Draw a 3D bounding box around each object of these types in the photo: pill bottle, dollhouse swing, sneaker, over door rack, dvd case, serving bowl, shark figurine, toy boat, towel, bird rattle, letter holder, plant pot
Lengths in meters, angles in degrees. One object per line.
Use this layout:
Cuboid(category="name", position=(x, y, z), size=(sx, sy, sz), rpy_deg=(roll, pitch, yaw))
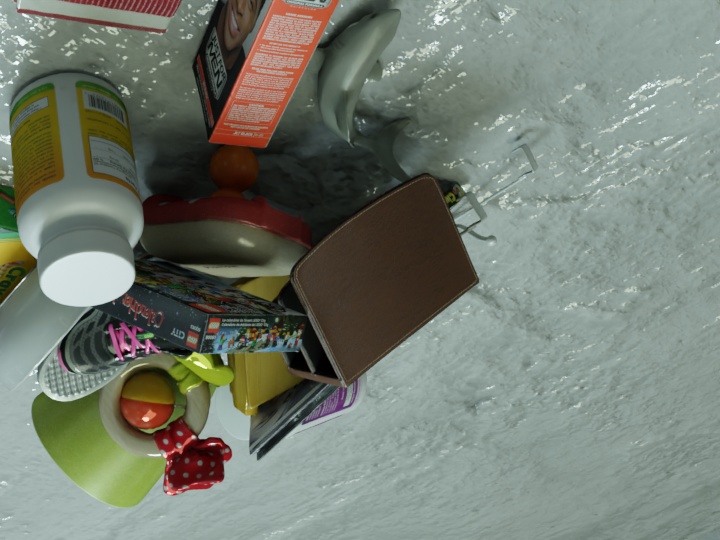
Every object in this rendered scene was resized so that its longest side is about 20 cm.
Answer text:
Cuboid(category="pill bottle", position=(-0.090, 0.154, 1.507), size=(0.112, 0.113, 0.200), rpy_deg=(-41, 163, 34))
Cuboid(category="dollhouse swing", position=(-0.060, 0.060, 1.328), size=(0.175, 0.183, 0.200), rpy_deg=(-5, 179, -13))
Cuboid(category="sneaker", position=(-0.280, 0.062, 1.301), size=(0.200, 0.079, 0.079), rpy_deg=(-44, 114, -13))
Cuboid(category="over door rack", position=(0.118, -0.038, 1.335), size=(0.148, 0.067, 0.200), rpy_deg=(-41, 176, -46))
Cuboid(category="dvd case", position=(-0.065, 0.125, 1.285), size=(0.149, 0.200, 0.016), rpy_deg=(-42, 101, 2))
Cuboid(category="serving bowl", position=(-0.327, 0.029, 1.230), size=(0.066, 0.200, 0.200), rpy_deg=(41, 124, -13))
Cuboid(category="shark figurine", position=(-0.008, -0.153, 1.160), size=(0.127, 0.090, 0.215), rpy_deg=(-14, 146, -1))
Cuboid(category="pill bottle", position=(-0.257, -0.072, 1.060), size=(0.110, 0.201, 0.111), rpy_deg=(-11, 146, -7))
Cuboid(category="toy boat", position=(-0.138, -0.067, 1.201), size=(0.199, 0.131, 0.130), rpy_deg=(-2, 164, 45))
Cuboid(category="towel", position=(-0.192, -0.277, 0.949), size=(0.143, 0.023, 0.200), rpy_deg=(3, 145, -31))
Cuboid(category="bird rattle", position=(-0.222, 0.160, 1.355), size=(0.162, 0.201, 0.113), rpy_deg=(10, -170, 2))
Cuboid(category="letter holder", position=(0.000, 0.000, 1.188), size=(0.200, 0.100, 0.143), rpy_deg=(-36, 114, -29))
Cuboid(category="plant pot", position=(-0.270, 0.158, 1.451), size=(0.200, 0.187, 0.187), rpy_deg=(-43, 142, 10))
Cuboid(category="sneaker", position=(-0.221, 0.060, 1.236), size=(0.199, 0.087, 0.074), rpy_deg=(-19, 107, -20))

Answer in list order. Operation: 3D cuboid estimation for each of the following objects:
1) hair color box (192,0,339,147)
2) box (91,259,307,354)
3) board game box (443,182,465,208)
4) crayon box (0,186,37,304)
Cuboid(category="hair color box", position=(-0.085, -0.211, 1.021), size=(0.061, 0.102, 0.200), rpy_deg=(3, 142, -28))
Cuboid(category="box", position=(-0.169, 0.031, 1.105), size=(0.136, 0.199, 0.038), rpy_deg=(4, 102, -54))
Cuboid(category="board game box", position=(0.040, -0.021, 1.388), size=(0.200, 0.023, 0.105), rpy_deg=(-46, 178, 38))
Cuboid(category="crayon box", position=(-0.419, -0.011, 1.215), size=(0.118, 0.058, 0.200), rpy_deg=(16, 136, -40))
